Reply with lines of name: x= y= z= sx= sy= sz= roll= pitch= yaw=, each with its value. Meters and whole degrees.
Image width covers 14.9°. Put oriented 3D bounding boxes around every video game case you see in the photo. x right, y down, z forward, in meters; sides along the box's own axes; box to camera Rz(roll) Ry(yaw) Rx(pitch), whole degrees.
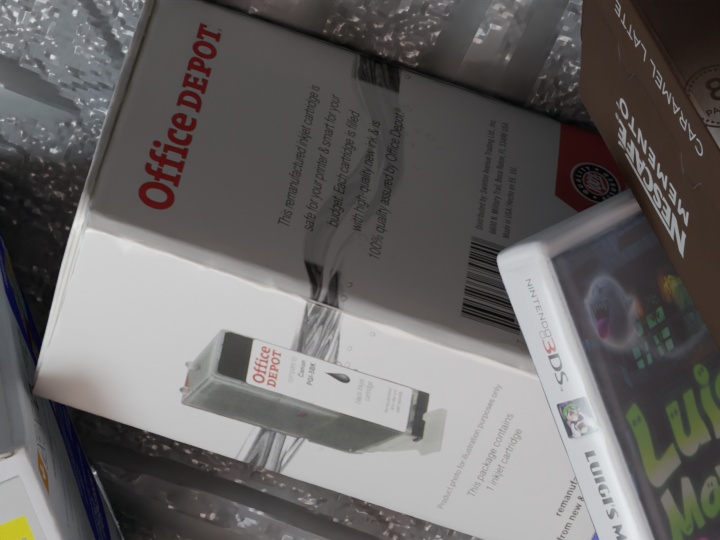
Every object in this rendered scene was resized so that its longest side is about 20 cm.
video game case: x=0.134 y=0.052 z=0.903 sx=0.023 sy=0.200 sz=0.183 roll=-18 pitch=94 yaw=39

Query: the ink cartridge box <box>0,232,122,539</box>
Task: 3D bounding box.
ink cartridge box: x=-0.117 y=0.091 z=0.998 sx=0.047 sy=0.198 sz=0.201 roll=-18 pitch=123 yaw=-4

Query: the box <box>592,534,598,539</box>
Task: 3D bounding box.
box: x=0.162 y=0.079 z=1.037 sx=0.199 sy=0.064 sz=0.070 roll=1 pitch=126 yaw=6

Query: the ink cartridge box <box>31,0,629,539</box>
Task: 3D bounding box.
ink cartridge box: x=0.000 y=0.000 z=0.949 sx=0.199 sy=0.147 sz=0.083 roll=18 pitch=127 yaw=-5

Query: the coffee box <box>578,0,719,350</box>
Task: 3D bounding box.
coffee box: x=0.179 y=-0.069 z=0.844 sx=0.199 sy=0.115 sz=0.080 roll=-17 pitch=145 yaw=-12
